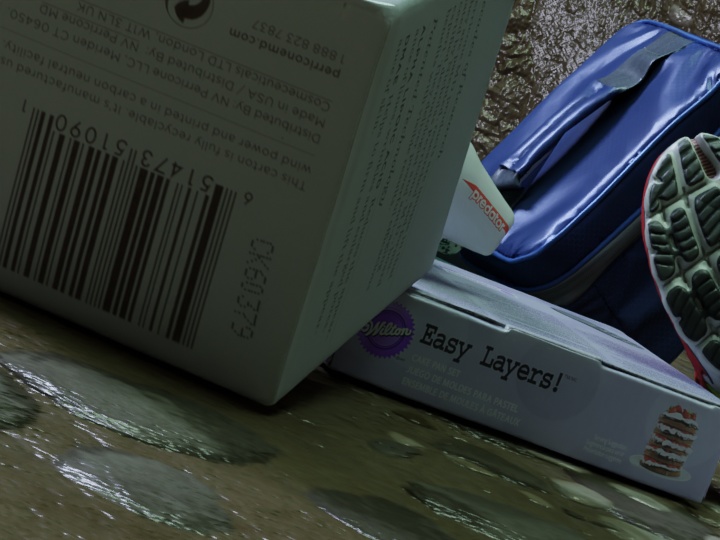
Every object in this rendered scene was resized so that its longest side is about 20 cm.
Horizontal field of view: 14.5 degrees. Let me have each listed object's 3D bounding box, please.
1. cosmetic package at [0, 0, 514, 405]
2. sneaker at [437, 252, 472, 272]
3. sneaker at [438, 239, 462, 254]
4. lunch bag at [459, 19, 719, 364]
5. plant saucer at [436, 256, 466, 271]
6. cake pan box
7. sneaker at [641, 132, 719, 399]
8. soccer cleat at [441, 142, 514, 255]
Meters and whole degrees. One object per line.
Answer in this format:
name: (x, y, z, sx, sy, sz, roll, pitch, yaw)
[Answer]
cosmetic package: (-0.050, -0.075, 1.129, 0.164, 0.166, 0.200, 22, 22, 11)
sneaker: (0.053, -0.039, 1.685, 0.199, 0.115, 0.076, 24, 7, -1)
sneaker: (0.022, -0.046, 1.494, 0.088, 0.077, 0.200, 34, 6, 5)
lunch bag: (0.141, -0.039, 1.587, 0.132, 0.200, 0.136, 51, -10, -26)
plant saucer: (0.000, 0.000, 1.504, 0.199, 0.036, 0.200, 22, 6, -2)
cake pan box: (0.056, 0.035, 1.319, 0.199, 0.053, 0.184, 20, 4, -16)
sneaker: (0.176, 0.033, 1.332, 0.077, 0.201, 0.085, -25, 9, -15)
soccer cleat: (0.002, -0.045, 1.347, 0.085, 0.069, 0.200, 44, -15, -24)
